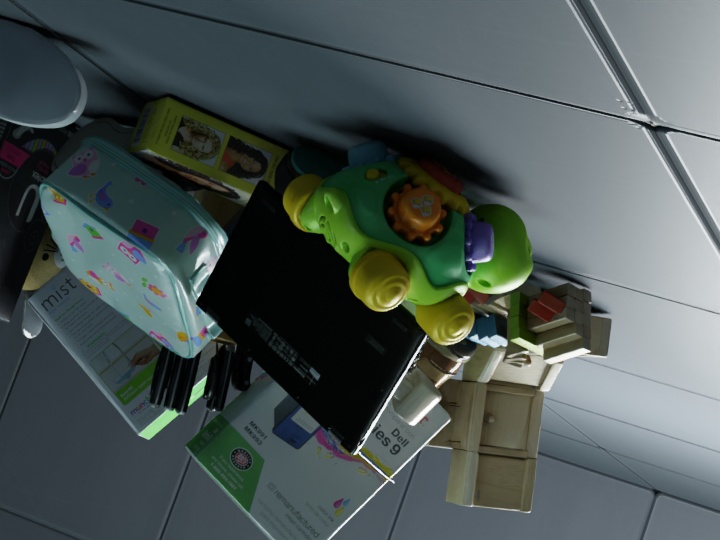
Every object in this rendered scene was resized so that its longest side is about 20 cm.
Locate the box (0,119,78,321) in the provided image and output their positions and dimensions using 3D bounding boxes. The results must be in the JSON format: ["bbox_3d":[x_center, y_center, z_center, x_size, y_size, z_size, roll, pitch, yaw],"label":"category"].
[{"bbox_3d":[-0.362,-0.069,1.629,0.106,0.200,0.122,17,172,22],"label":"box"}]

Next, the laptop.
[{"bbox_3d":[-0.026,0.054,1.396,0.187,0.200,0.116,42,-149,22],"label":"laptop"}]

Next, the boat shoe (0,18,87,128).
[{"bbox_3d":[-0.286,-0.161,1.341,0.200,0.074,0.065,28,180,20],"label":"boat shoe"}]

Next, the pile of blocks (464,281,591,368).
[{"bbox_3d":[0.122,0.038,1.589,0.062,0.082,0.200,26,171,-39],"label":"pile of blocks"}]

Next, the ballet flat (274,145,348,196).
[{"bbox_3d":[0.021,-0.034,1.383,0.200,0.073,0.073,23,172,-5],"label":"ballet flat"}]

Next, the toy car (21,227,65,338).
[{"bbox_3d":[-0.322,-0.030,1.797,0.158,0.200,0.164,17,172,21],"label":"toy car"}]

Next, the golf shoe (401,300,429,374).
[{"bbox_3d":[0.026,0.018,1.442,0.094,0.078,0.200,28,-152,0],"label":"golf shoe"}]

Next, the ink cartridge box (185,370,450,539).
[{"bbox_3d":[-0.039,0.150,1.613,0.145,0.200,0.088,48,171,-8],"label":"ink cartridge box"}]

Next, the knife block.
[{"bbox_3d":[-0.155,0.028,1.623,0.200,0.175,0.064,60,165,-5],"label":"knife block"}]

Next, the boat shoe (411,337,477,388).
[{"bbox_3d":[0.038,0.049,1.704,0.076,0.074,0.200,25,-165,-33],"label":"boat shoe"}]

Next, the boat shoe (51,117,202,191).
[{"bbox_3d":[-0.201,-0.096,1.534,0.200,0.075,0.062,-3,147,48],"label":"boat shoe"}]

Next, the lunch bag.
[{"bbox_3d":[-0.178,-0.015,1.460,0.160,0.077,0.200,31,159,17],"label":"lunch bag"}]

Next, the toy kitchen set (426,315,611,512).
[{"bbox_3d":[0.122,0.133,1.696,0.163,0.200,0.180,8,176,-17],"label":"toy kitchen set"}]

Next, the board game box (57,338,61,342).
[{"bbox_3d":[-0.210,0.013,1.844,0.200,0.200,0.062,7,127,55],"label":"board game box"}]

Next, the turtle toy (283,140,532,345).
[{"bbox_3d":[0.046,-0.026,1.269,0.200,0.101,0.146,27,-165,-43],"label":"turtle toy"}]

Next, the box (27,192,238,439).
[{"bbox_3d":[-0.194,0.035,1.716,0.176,0.200,0.097,48,173,7],"label":"box"}]

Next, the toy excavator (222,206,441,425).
[{"bbox_3d":[-0.032,0.035,1.510,0.194,0.100,0.200,41,-172,-33],"label":"toy excavator"}]

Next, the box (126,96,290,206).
[{"bbox_3d":[-0.087,-0.079,1.430,0.200,0.050,0.075,22,173,-19],"label":"box"}]
